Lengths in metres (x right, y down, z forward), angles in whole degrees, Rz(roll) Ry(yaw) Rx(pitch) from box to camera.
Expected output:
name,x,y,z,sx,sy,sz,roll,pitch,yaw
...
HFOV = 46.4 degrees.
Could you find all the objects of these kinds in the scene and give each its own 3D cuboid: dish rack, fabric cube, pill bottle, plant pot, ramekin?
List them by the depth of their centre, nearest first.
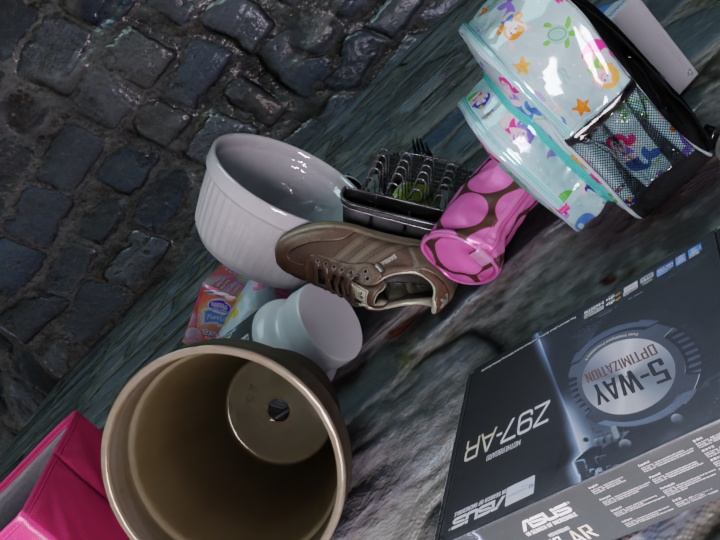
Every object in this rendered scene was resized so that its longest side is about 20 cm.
name,x,y,z,sx,sy,sz,roll,pitch,yaw
fabric cube,-0.254,0.282,0.726,0.196,0.199,0.200,-45,14,6
plant pot,-0.092,0.143,0.729,0.200,0.200,0.174,-42,-2,14
pill bottle,-0.098,0.102,0.948,0.200,0.116,0.116,-36,17,32
dish rack,0.069,-0.091,0.964,0.200,0.153,0.055,-65,-12,-52
ramekin,-0.100,-0.067,0.995,0.105,0.200,0.200,-61,7,26

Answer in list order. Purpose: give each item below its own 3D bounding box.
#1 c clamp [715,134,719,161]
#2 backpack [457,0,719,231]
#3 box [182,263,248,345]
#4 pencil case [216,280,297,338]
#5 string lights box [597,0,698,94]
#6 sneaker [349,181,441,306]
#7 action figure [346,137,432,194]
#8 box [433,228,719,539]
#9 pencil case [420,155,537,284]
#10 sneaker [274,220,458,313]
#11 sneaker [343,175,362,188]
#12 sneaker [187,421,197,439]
name,x,y,z,sx,sy,sz,roll,pitch,yaw
c clamp,0.330,-0.137,0.583,0.171,0.027,0.200,-45,14,1
backpack,0.165,-0.144,0.688,0.150,0.200,0.178,-38,22,16
box,-0.176,0.048,1.248,0.200,0.094,0.103,-63,-5,-72
pencil case,-0.126,0.069,1.084,0.200,0.091,0.083,-59,17,1
string lights box,0.240,-0.207,0.872,0.059,0.103,0.200,-47,15,-8
sneaker,0.033,-0.027,1.067,0.200,0.076,0.105,-51,-3,-18
action figure,0.031,-0.112,1.211,0.119,0.102,0.200,-18,28,39
box,0.140,0.079,0.486,0.200,0.044,0.160,-36,17,32
pencil case,0.147,-0.077,0.824,0.094,0.091,0.200,10,57,53
sneaker,0.000,0.000,0.863,0.199,0.071,0.076,4,39,13
sneaker,-0.067,-0.073,1.209,0.200,0.081,0.146,-45,8,17
sneaker,-0.165,0.177,0.866,0.085,0.075,0.200,-43,-27,-30
